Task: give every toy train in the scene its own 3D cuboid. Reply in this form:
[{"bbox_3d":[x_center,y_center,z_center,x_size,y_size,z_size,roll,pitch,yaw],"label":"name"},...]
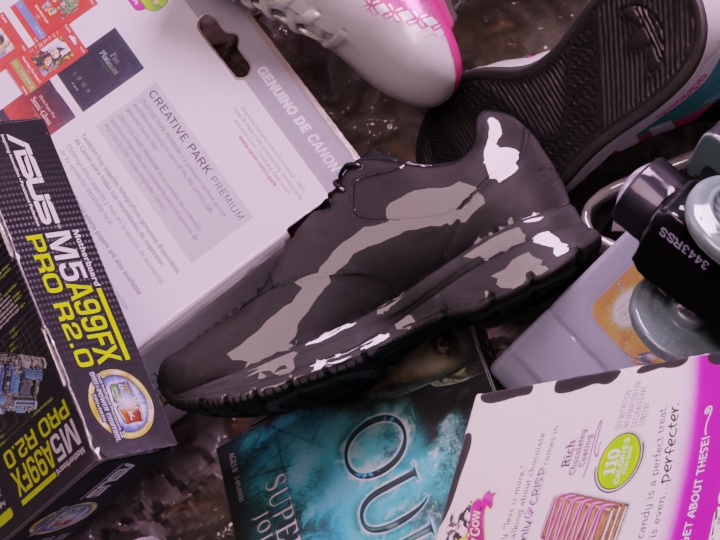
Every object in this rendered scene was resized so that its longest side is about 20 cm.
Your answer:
[{"bbox_3d":[0.191,0.015,0.982,0.200,0.085,0.114,39,49,15],"label":"toy train"}]

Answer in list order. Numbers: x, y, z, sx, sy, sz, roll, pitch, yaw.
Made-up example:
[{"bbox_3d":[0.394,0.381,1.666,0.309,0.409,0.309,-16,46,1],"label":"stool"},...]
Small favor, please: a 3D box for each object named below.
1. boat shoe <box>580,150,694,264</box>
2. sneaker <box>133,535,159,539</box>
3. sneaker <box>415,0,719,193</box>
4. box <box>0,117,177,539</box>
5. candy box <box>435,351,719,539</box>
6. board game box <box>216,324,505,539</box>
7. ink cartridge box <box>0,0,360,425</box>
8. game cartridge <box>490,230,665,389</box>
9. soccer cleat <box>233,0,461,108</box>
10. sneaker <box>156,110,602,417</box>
[{"bbox_3d":[0.192,-0.027,1.112,0.198,0.065,0.074,-16,65,12],"label":"boat shoe"},{"bbox_3d":[-0.066,0.195,1.110,0.080,0.070,0.200,-39,62,-3],"label":"sneaker"},{"bbox_3d":[0.121,-0.084,1.151,0.200,0.120,0.084,-30,76,48],"label":"sneaker"},{"bbox_3d":[-0.176,0.051,1.141,0.200,0.044,0.161,-41,68,43],"label":"box"},{"bbox_3d":[0.112,0.104,0.921,0.199,0.061,0.137,-12,51,46],"label":"candy box"},{"bbox_3d":[0.015,0.116,1.088,0.135,0.028,0.201,-29,39,10],"label":"board game box"},{"bbox_3d":[-0.105,-0.046,1.208,0.175,0.084,0.200,-36,63,0],"label":"ink cartridge box"},{"bbox_3d":[0.166,0.022,1.074,0.200,0.041,0.133,-46,77,17],"label":"game cartridge"},{"bbox_3d":[-0.036,-0.137,1.165,0.086,0.070,0.200,-26,61,-25],"label":"soccer cleat"},{"bbox_3d":[0.000,0.000,1.112,0.199,0.076,0.091,-25,80,1],"label":"sneaker"}]
